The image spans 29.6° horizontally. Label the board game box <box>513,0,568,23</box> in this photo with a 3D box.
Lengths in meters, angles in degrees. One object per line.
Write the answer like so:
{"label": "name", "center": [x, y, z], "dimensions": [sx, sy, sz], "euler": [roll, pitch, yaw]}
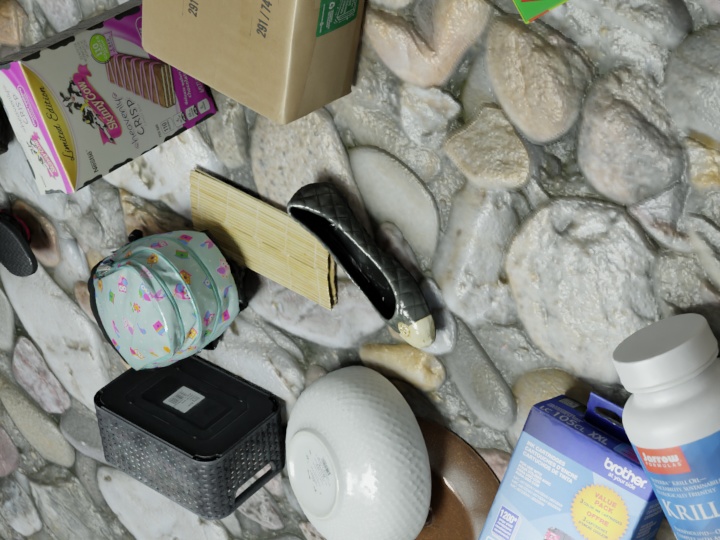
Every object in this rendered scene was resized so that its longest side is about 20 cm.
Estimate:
{"label": "board game box", "center": [0.121, -0.296, 1.009], "dimensions": [0.102, 0.048, 0.200], "euler": [-21, 101, 50]}

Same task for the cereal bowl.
{"label": "cereal bowl", "center": [-0.018, 0.205, 1.433], "dimensions": [0.200, 0.083, 0.200], "euler": [19, 114, 51]}

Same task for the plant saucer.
{"label": "plant saucer", "center": [0.071, 0.249, 1.461], "dimensions": [0.200, 0.037, 0.200], "euler": [26, 133, 30]}

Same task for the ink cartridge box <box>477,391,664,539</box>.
{"label": "ink cartridge box", "center": [0.202, 0.206, 1.237], "dimensions": [0.136, 0.076, 0.200], "euler": [28, 107, 28]}

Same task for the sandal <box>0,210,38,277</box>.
{"label": "sandal", "center": [-0.460, -0.048, 1.766], "dimensions": [0.200, 0.045, 0.075], "euler": [25, 129, 49]}

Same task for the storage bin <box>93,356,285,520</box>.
{"label": "storage bin", "center": [-0.200, 0.187, 1.600], "dimensions": [0.200, 0.135, 0.094], "euler": [23, 132, 31]}

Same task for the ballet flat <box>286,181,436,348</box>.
{"label": "ballet flat", "center": [0.000, 0.000, 1.333], "dimensions": [0.200, 0.057, 0.066], "euler": [50, 141, 4]}

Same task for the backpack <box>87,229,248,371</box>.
{"label": "backpack", "center": [-0.215, 0.035, 1.508], "dimensions": [0.200, 0.127, 0.167], "euler": [-21, 104, 55]}

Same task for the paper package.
{"label": "paper package", "center": [-0.094, -0.257, 1.203], "dimensions": [0.191, 0.103, 0.200], "euler": [31, 135, 23]}

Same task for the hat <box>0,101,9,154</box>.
{"label": "hat", "center": [-0.468, -0.174, 1.636], "dimensions": [0.201, 0.081, 0.201], "euler": [173, 90, -87]}

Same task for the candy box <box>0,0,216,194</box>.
{"label": "candy box", "center": [-0.248, -0.176, 1.335], "dimensions": [0.061, 0.200, 0.136], "euler": [1, 118, 44]}

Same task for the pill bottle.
{"label": "pill bottle", "center": [0.283, 0.141, 1.118], "dimensions": [0.112, 0.112, 0.200], "euler": [-15, 106, 48]}

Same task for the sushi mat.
{"label": "sushi mat", "center": [-0.106, -0.035, 1.444], "dimensions": [0.200, 0.012, 0.096], "euler": [27, 135, 29]}
